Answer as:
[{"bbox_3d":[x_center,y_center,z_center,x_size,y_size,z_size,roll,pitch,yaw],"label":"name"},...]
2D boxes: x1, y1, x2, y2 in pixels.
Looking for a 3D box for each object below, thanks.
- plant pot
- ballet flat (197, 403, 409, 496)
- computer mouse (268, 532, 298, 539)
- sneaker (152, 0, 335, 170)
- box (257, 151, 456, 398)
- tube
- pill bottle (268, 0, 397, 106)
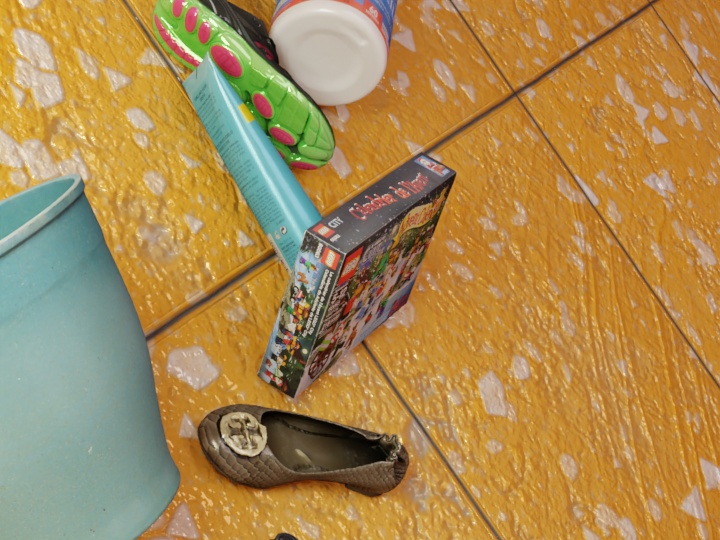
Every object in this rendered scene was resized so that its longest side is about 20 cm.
[{"bbox_3d":[-0.203,0.076,0.856,0.190,0.198,0.200,63,33,-15],"label":"plant pot"},{"bbox_3d":[-0.035,0.132,1.113,0.199,0.046,0.068,18,49,-41],"label":"ballet flat"},{"bbox_3d":[-0.025,0.283,1.010,0.109,0.044,0.202,36,34,-32],"label":"computer mouse"},{"bbox_3d":[-0.087,-0.172,1.274,0.200,0.076,0.084,49,40,-11],"label":"sneaker"},{"bbox_3d":[0.000,0.000,1.184,0.037,0.138,0.200,30,32,15],"label":"box"},{"bbox_3d":[-0.083,-0.080,1.218,0.050,0.077,0.201,-33,91,-30],"label":"tube"},{"bbox_3d":[-0.020,-0.257,1.388,0.112,0.112,0.202,35,40,-25],"label":"pill bottle"}]
